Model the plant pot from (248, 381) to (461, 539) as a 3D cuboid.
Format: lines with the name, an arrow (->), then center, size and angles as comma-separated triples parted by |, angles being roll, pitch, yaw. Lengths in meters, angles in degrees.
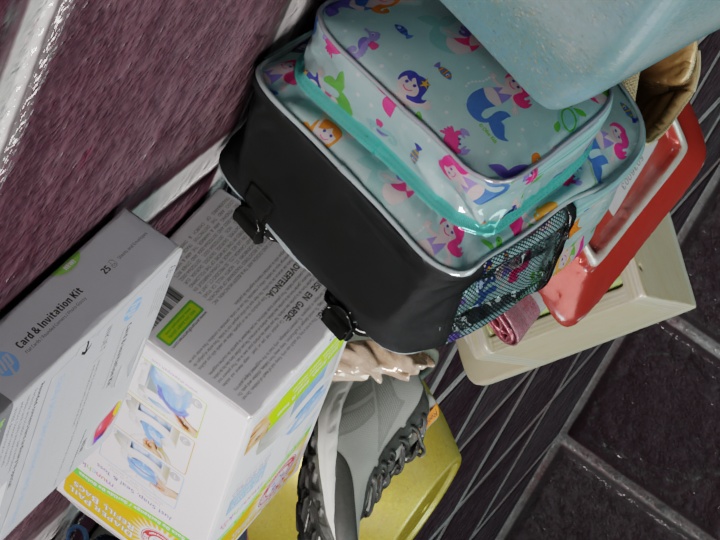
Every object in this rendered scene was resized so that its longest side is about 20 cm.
plant pot -> -0.013, 0.133, 1.953 | 0.200, 0.142, 0.200 | -53, 170, -13

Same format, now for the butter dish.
butter dish -> 0.110, -0.093, 1.837 | 0.200, 0.147, 0.200 | -49, 125, -33

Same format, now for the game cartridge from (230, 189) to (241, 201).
game cartridge -> -0.010, -0.083, 1.581 | 0.200, 0.041, 0.133 | -47, 171, -40

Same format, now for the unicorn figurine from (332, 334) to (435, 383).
unicorn figurine -> 0.000, 0.000, 1.620 | 0.137, 0.074, 0.200 | -17, -159, 19

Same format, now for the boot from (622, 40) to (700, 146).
boot -> 0.137, -0.148, 1.658 | 0.073, 0.155, 0.200 | 52, 49, -35

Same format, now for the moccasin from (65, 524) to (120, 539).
moccasin -> -0.174, 0.209, 1.679 | 0.080, 0.068, 0.200 | -41, 163, -28

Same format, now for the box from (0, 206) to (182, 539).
box -> -0.173, 0.079, 1.328 | 0.200, 0.041, 0.156 | -45, 166, -42

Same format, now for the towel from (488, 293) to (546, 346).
towel -> 0.113, -0.059, 1.936 | 0.023, 0.144, 0.200 | -28, -165, 49

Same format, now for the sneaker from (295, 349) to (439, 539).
sneaker -> 0.005, 0.100, 1.649 | 0.201, 0.079, 0.074 | -79, -178, -46

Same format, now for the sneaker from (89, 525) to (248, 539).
sneaker -> -0.091, 0.142, 1.785 | 0.200, 0.084, 0.075 | -52, 170, -18

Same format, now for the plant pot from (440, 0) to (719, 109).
plant pot -> 0.126, -0.193, 1.334 | 0.196, 0.196, 0.200 | -29, 159, -40

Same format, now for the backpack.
backpack -> 0.049, -0.073, 1.441 | 0.200, 0.178, 0.151 | -26, 154, -44

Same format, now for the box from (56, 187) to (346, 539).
box -> -0.086, 0.069, 1.522 | 0.113, 0.101, 0.200 | -48, 168, -34

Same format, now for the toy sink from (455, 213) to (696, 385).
toy sink -> 0.130, -0.004, 2.082 | 0.199, 0.131, 0.112 | -21, 166, 27
